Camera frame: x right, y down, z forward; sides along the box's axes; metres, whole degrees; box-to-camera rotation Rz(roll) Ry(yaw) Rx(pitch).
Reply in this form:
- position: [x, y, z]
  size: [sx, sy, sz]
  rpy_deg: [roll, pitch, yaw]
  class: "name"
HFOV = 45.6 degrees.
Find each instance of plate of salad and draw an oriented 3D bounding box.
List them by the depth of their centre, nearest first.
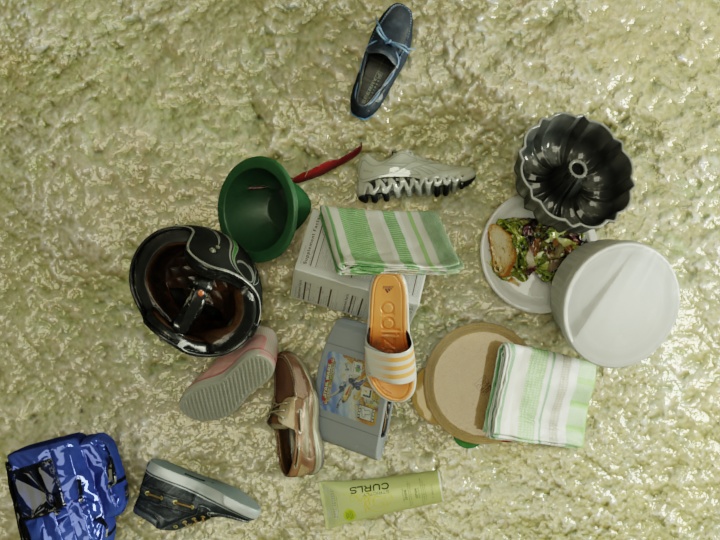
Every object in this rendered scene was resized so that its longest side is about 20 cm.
- position: [0.296, -0.032, 1.405]
  size: [0.196, 0.048, 0.204]
  rpy_deg: [0, 86, -1]
  class: "plate of salad"

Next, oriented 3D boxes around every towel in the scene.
- position: [0.044, -0.047, 1.289]
  size: [0.197, 0.154, 0.024]
  rpy_deg: [0, 130, -19]
  class: "towel"
- position: [0.290, 0.202, 1.359]
  size: [0.197, 0.031, 0.152]
  rpy_deg: [13, 88, -27]
  class: "towel"

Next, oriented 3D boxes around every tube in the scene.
- position: [0.034, 0.364, 1.379]
  size: [0.197, 0.052, 0.059]
  rpy_deg: [-10, 47, 3]
  class: "tube"

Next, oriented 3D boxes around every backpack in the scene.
- position: [-0.440, 0.357, 1.311]
  size: [0.165, 0.163, 0.203]
  rpy_deg: [-13, 86, -5]
  class: "backpack"

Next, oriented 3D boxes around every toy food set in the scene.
- position: [0.196, 0.186, 1.390]
  size: [0.197, 0.049, 0.202]
  rpy_deg: [33, 86, 0]
  class: "toy food set"

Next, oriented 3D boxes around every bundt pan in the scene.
- position: [0.334, -0.148, 1.379]
  size: [0.198, 0.076, 0.205]
  rpy_deg: [4, 70, -12]
  class: "bundt pan"

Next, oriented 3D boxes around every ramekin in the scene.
- position: [0.392, 0.043, 1.355]
  size: [0.199, 0.094, 0.206]
  rpy_deg: [-3, 106, -11]
  class: "ramekin"

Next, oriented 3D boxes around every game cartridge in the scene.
- position: [-0.008, 0.184, 1.358]
  size: [0.131, 0.041, 0.203]
  rpy_deg: [12, 97, 23]
  class: "game cartridge"

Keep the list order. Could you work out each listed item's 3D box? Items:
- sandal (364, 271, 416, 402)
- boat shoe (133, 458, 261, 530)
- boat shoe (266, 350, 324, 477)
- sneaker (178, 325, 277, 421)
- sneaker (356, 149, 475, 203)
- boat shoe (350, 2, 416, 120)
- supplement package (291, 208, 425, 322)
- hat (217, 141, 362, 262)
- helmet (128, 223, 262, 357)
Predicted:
- position: [0.039, 0.103, 1.265]
  size: [0.078, 0.059, 0.210]
  rpy_deg: [-3, 104, 6]
  class: "sandal"
- position: [-0.260, 0.377, 1.363]
  size: [0.198, 0.071, 0.092]
  rpy_deg: [21, 88, 7]
  class: "boat shoe"
- position: [-0.110, 0.229, 1.357]
  size: [0.071, 0.075, 0.203]
  rpy_deg: [-9, 85, -42]
  class: "boat shoe"
- position: [-0.205, 0.160, 1.378]
  size: [0.199, 0.105, 0.075]
  rpy_deg: [-36, 116, 25]
  class: "sneaker"
- position: [0.090, -0.161, 1.399]
  size: [0.196, 0.075, 0.082]
  rpy_deg: [-4, 78, -2]
  class: "sneaker"
- position: [0.043, -0.344, 1.405]
  size: [0.083, 0.069, 0.203]
  rpy_deg: [16, 87, 0]
  class: "boat shoe"
- position: [0.000, 0.000, 1.351]
  size: [0.197, 0.110, 0.115]
  rpy_deg: [16, 64, 0]
  class: "supplement package"
- position: [-0.108, -0.107, 1.416]
  size: [0.198, 0.175, 0.168]
  rpy_deg: [-13, 88, 36]
  class: "hat"
- position: [-0.251, 0.025, 1.319]
  size: [0.197, 0.191, 0.203]
  rpy_deg: [-11, 119, -21]
  class: "helmet"
